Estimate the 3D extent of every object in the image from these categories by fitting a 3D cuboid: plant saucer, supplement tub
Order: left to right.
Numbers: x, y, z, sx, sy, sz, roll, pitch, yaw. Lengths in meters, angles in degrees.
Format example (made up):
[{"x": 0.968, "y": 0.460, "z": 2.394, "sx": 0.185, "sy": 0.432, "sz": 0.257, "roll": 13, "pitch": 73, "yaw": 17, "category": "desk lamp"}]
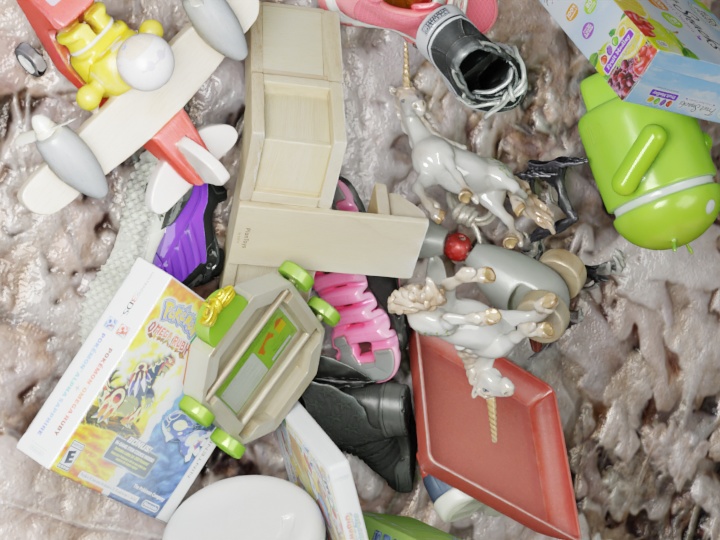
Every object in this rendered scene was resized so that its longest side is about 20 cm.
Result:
[{"x": -0.089, "y": 0.298, "z": 1.472, "sx": 0.144, "sy": 0.145, "sz": 0.200, "roll": -31, "pitch": 129, "yaw": -28, "category": "supplement tub"}, {"x": 0.120, "y": 0.154, "z": 1.602, "sx": 0.199, "sy": 0.200, "sz": 0.037, "roll": 31, "pitch": 124, "yaw": -29, "category": "plant saucer"}]

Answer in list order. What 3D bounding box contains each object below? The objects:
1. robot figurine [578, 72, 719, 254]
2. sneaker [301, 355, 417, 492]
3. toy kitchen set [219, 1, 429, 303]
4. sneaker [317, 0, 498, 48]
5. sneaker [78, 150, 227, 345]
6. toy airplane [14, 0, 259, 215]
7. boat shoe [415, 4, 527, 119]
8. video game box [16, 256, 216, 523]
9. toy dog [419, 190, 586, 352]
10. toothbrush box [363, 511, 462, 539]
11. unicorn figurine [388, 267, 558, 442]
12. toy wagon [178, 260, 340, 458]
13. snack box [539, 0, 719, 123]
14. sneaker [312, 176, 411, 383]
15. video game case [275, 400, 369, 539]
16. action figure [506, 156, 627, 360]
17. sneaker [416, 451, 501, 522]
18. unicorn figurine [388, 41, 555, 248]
[{"x": 0.292, "y": -0.110, "z": 1.675, "sx": 0.175, "sy": 0.115, "sz": 0.201, "roll": -2, "pitch": 71, "yaw": -64, "category": "robot figurine"}, {"x": -0.003, "y": 0.146, "z": 1.568, "sx": 0.200, "sy": 0.104, "sz": 0.060, "roll": 82, "pitch": 13, "yaw": -55, "category": "sneaker"}, {"x": -0.031, "y": -0.095, "z": 1.464, "sx": 0.163, "sy": 0.181, "sz": 0.200, "roll": 6, "pitch": 136, "yaw": -10, "category": "toy kitchen set"}, {"x": 0.059, "y": -0.241, "z": 1.523, "sx": 0.200, "sy": 0.087, "sz": 0.074, "roll": 1, "pitch": 96, "yaw": -37, "category": "sneaker"}, {"x": -0.165, "y": 0.002, "z": 1.419, "sx": 0.099, "sy": 0.069, "sz": 0.201, "roll": 23, "pitch": 86, "yaw": -39, "category": "sneaker"}, {"x": -0.173, "y": -0.141, "z": 1.308, "sx": 0.199, "sy": 0.141, "sz": 0.201, "roll": 2, "pitch": 82, "yaw": -20, "category": "toy airplane"}, {"x": 0.120, "y": -0.183, "z": 1.551, "sx": 0.074, "sy": 0.068, "sz": 0.199, "roll": -44, "pitch": 153, "yaw": 3, "category": "boat shoe"}, {"x": -0.173, "y": 0.106, "z": 1.394, "sx": 0.183, "sy": 0.047, "sz": 0.200, "roll": -60, "pitch": 150, "yaw": -7, "category": "video game box"}, {"x": 0.120, "y": 0.015, "z": 1.582, "sx": 0.132, "sy": 0.200, "sz": 0.097, "roll": -27, "pitch": 143, "yaw": -39, "category": "toy dog"}, {"x": 0.059, "y": 0.323, "z": 1.564, "sx": 0.086, "sy": 0.200, "sz": 0.146, "roll": 14, "pitch": 90, "yaw": -36, "category": "toothbrush box"}, {"x": 0.107, "y": 0.056, "z": 1.480, "sx": 0.200, "sy": 0.137, "sz": 0.074, "roll": 38, "pitch": 52, "yaw": -24, "category": "unicorn figurine"}, {"x": -0.094, "y": 0.064, "z": 1.398, "sx": 0.155, "sy": 0.040, "sz": 0.200, "roll": -54, "pitch": 148, "yaw": -13, "category": "toy wagon"}, {"x": 0.280, "y": -0.233, "z": 1.619, "sx": 0.168, "sy": 0.200, "sz": 0.068, "roll": 8, "pitch": 128, "yaw": -36, "category": "snack box"}, {"x": 0.000, "y": 0.000, "z": 1.550, "sx": 0.095, "sy": 0.079, "sz": 0.201, "roll": -40, "pitch": 120, "yaw": -54, "category": "sneaker"}, {"x": -0.030, "y": 0.216, "z": 1.481, "sx": 0.023, "sy": 0.200, "sz": 0.183, "roll": -19, "pitch": 110, "yaw": -14, "category": "video game case"}, {"x": 0.196, "y": -0.007, "z": 1.663, "sx": 0.119, "sy": 0.102, "sz": 0.201, "roll": -21, "pitch": 109, "yaw": -44, "category": "action figure"}, {"x": 0.123, "y": 0.196, "z": 1.663, "sx": 0.075, "sy": 0.085, "sz": 0.200, "roll": -39, "pitch": 158, "yaw": 20, "category": "sneaker"}, {"x": 0.091, "y": -0.098, "z": 1.555, "sx": 0.074, "sy": 0.138, "sz": 0.200, "roll": -38, "pitch": 130, "yaw": 19, "category": "unicorn figurine"}]
